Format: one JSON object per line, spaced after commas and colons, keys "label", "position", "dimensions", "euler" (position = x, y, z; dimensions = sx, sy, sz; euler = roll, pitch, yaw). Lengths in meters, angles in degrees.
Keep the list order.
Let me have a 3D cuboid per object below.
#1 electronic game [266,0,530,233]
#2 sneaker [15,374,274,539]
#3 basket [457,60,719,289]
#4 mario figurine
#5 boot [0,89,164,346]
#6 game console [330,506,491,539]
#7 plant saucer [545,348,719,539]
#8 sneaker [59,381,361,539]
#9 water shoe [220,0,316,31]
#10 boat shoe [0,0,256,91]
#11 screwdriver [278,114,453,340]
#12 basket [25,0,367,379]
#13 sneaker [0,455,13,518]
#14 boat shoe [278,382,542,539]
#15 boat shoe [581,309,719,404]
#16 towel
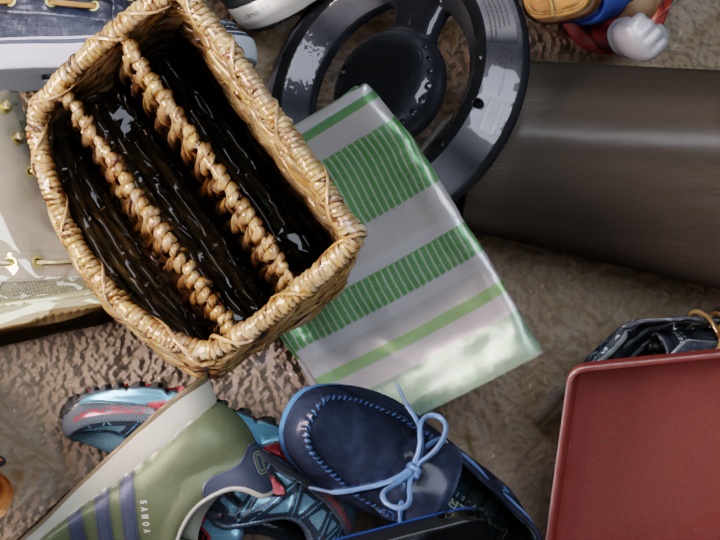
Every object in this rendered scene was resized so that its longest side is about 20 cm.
{"label": "electronic game", "position": [0.020, -0.116, 1.657], "dimensions": [0.042, 0.200, 0.200], "euler": [31, 60, -49]}
{"label": "sneaker", "position": [-0.137, 0.159, 1.544], "dimensions": [0.200, 0.067, 0.090], "euler": [-42, 90, 11]}
{"label": "basket", "position": [0.169, -0.069, 1.682], "dimensions": [0.200, 0.180, 0.136], "euler": [8, 62, -2]}
{"label": "mario figurine", "position": [0.167, -0.201, 1.705], "dimensions": [0.106, 0.200, 0.124], "euler": [9, 94, 23]}
{"label": "boot", "position": [-0.193, -0.040, 1.623], "dimensions": [0.200, 0.072, 0.155], "euler": [-12, 80, -13]}
{"label": "game console", "position": [-0.003, 0.253, 1.553], "dimensions": [0.200, 0.171, 0.118], "euler": [-14, 50, -13]}
{"label": "plant saucer", "position": [0.208, 0.125, 1.633], "dimensions": [0.199, 0.200, 0.037], "euler": [-5, 34, -15]}
{"label": "sneaker", "position": [-0.093, 0.130, 1.594], "dimensions": [0.200, 0.079, 0.096], "euler": [17, 72, -8]}
{"label": "water shoe", "position": [-0.015, -0.234, 1.677], "dimensions": [0.200, 0.072, 0.079], "euler": [-34, 106, 12]}
{"label": "boat shoe", "position": [-0.168, -0.167, 1.662], "dimensions": [0.200, 0.071, 0.091], "euler": [-2, 78, -12]}
{"label": "screwdriver", "position": [-0.001, -0.035, 1.691], "dimensions": [0.029, 0.028, 0.200], "euler": [46, 70, -28]}
{"label": "basket", "position": [-0.108, -0.045, 1.521], "dimensions": [0.143, 0.149, 0.200], "euler": [-33, 84, -10]}
{"label": "sneaker", "position": [-0.248, 0.114, 1.509], "dimensions": [0.112, 0.200, 0.078], "euler": [12, 114, 10]}
{"label": "boat shoe", "position": [0.040, 0.121, 1.586], "dimensions": [0.200, 0.069, 0.084], "euler": [25, 85, -37]}
{"label": "boat shoe", "position": [0.232, 0.052, 1.652], "dimensions": [0.200, 0.091, 0.071], "euler": [-35, 44, 1]}
{"label": "towel", "position": [0.000, 0.000, 1.612], "dimensions": [0.152, 0.023, 0.200], "euler": [-30, 92, 24]}
